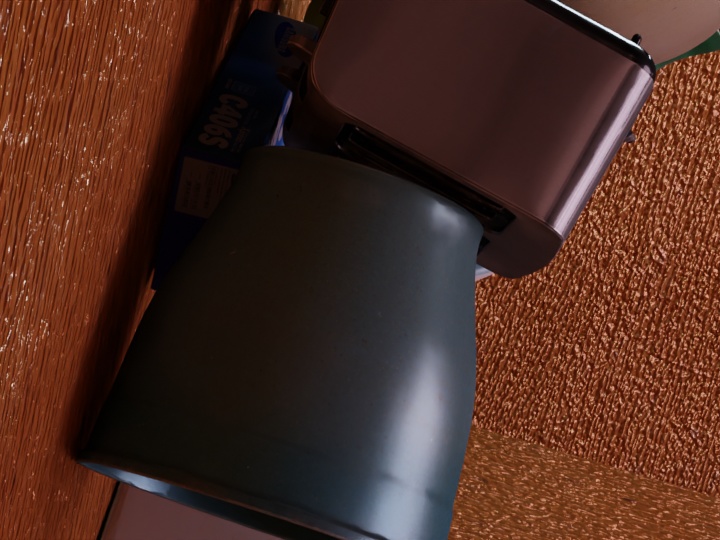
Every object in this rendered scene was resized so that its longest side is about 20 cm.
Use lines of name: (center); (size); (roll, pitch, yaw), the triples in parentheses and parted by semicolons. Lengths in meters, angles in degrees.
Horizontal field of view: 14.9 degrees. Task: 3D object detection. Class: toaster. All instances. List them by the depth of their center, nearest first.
toaster: (0.058, -0.090, 1.482); (0.119, 0.200, 0.181); (-62, -177, -9)

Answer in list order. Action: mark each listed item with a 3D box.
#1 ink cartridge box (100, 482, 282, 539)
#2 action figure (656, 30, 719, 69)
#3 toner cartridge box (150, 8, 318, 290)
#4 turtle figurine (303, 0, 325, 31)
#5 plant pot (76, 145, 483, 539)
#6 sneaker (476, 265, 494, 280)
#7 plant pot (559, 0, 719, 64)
ink cartridge box: (-0.092, 0.208, 1.741); (0.200, 0.146, 0.083); (105, 1, -57)
action figure: (0.122, -0.143, 1.768); (0.118, 0.200, 0.055); (57, 9, -32)
toner cartridge box: (-0.071, -0.068, 1.587); (0.200, 0.043, 0.095); (-70, 177, -60)
turtle figurine: (-0.016, -0.188, 1.819); (0.200, 0.064, 0.161); (-74, -175, -52)
plant pot: (-0.025, 0.043, 1.440); (0.200, 0.200, 0.188); (92, 16, -81)
sneaker: (0.000, 0.000, 1.688); (0.131, 0.200, 0.080); (-46, -120, 59)
plant pot: (0.135, -0.219, 1.618); (0.200, 0.187, 0.188); (0, 107, -75)
